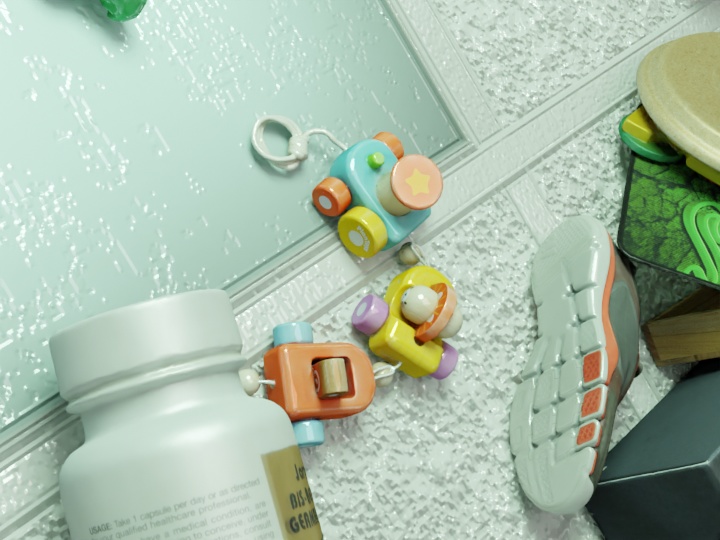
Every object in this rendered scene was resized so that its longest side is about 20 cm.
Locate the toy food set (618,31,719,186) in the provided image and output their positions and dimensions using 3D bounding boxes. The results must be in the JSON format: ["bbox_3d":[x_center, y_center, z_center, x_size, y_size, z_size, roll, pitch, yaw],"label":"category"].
[{"bbox_3d":[0.290,-0.110,0.929,0.198,0.049,0.200,34,44,20],"label":"toy food set"}]

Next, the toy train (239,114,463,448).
[{"bbox_3d":[0.000,0.000,0.735,0.150,0.056,0.200,7,71,-34],"label":"toy train"}]

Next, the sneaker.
[{"bbox_3d":[0.153,0.063,0.814,0.082,0.077,0.200,29,60,-32],"label":"sneaker"}]

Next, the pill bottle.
[{"bbox_3d":[-0.079,0.117,0.602,0.114,0.114,0.200,-11,81,-37],"label":"pill bottle"}]

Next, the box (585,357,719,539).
[{"bbox_3d":[0.279,0.165,0.838,0.200,0.123,0.199,-34,94,-38],"label":"box"}]

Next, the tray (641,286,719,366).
[{"bbox_3d":[0.302,0.012,0.919,0.200,0.099,0.037,-27,96,-38],"label":"tray"}]

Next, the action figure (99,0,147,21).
[{"bbox_3d":[-0.176,-0.224,0.689,0.118,0.055,0.200,-41,104,-40],"label":"action figure"}]

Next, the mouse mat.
[{"bbox_3d":[0.262,-0.045,0.889,0.161,0.008,0.200,19,42,2],"label":"mouse mat"}]
